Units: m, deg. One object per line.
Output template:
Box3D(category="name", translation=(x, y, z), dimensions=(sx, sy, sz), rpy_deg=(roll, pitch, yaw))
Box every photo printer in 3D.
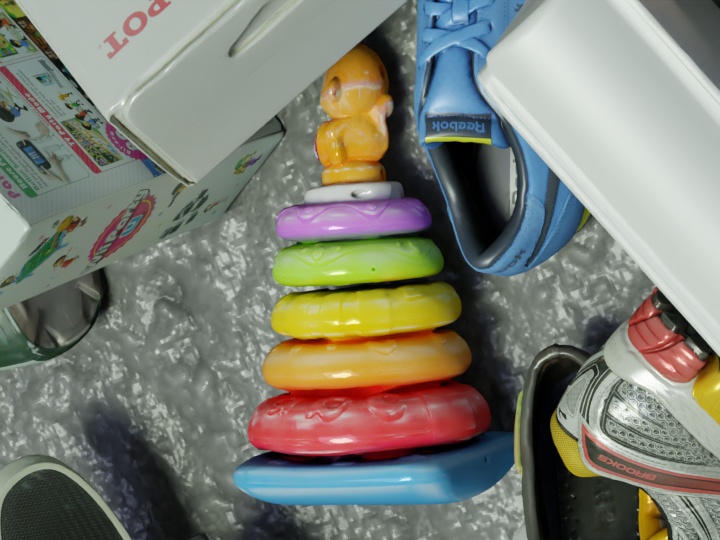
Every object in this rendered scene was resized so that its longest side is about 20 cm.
Box3D(category="photo printer", translation=(0.135, -0.031, 0.664), dimensions=(0.069, 0.166, 0.200), rpy_deg=(-41, 94, 19))

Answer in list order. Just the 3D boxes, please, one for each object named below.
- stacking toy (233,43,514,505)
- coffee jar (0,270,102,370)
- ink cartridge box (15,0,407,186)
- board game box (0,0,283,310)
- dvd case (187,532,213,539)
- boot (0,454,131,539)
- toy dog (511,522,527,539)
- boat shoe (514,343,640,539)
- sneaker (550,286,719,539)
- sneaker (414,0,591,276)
Box3D(category="stacking toy", translation=(0.000, 0.000, 0.808), dimensions=(0.109, 0.116, 0.202), rpy_deg=(-3, 92, 27))
Box3D(category="coffee jar", translation=(-0.235, 0.012, 0.941), dimensions=(0.199, 0.085, 0.105), rpy_deg=(-15, 104, 31))
Box3D(category="ink cartridge box", translation=(-0.083, -0.158, 0.744), dimensions=(0.145, 0.087, 0.200), rpy_deg=(-41, 63, 3))
Box3D(category="board game box", translation=(-0.144, -0.074, 0.796), dimensions=(0.148, 0.200, 0.064), rpy_deg=(47, 120, 9))
Box3D(category="dvd case", translation=(-0.038, 0.238, 0.868), dimensions=(0.201, 0.025, 0.151), rpy_deg=(54, 154, 21))
Box3D(category="boot", translation=(-0.149, 0.187, 0.932), dimensions=(0.144, 0.072, 0.201), rpy_deg=(-6, 110, 65))
Box3D(category="toy dog", translation=(0.069, 0.181, 0.836), dimensions=(0.198, 0.096, 0.133), rpy_deg=(6, 105, 12))
Box3D(category="boat shoe", translation=(0.102, 0.128, 0.745), dimensions=(0.071, 0.060, 0.203), rpy_deg=(-21, 61, 22))
Box3D(category="sneaker", translation=(0.151, 0.086, 0.714), dimensions=(0.082, 0.078, 0.200), rpy_deg=(-41, 117, 19))
Box3D(category="sneaker", translation=(0.052, -0.097, 0.753), dimensions=(0.065, 0.078, 0.202), rpy_deg=(-3, 102, 32))
